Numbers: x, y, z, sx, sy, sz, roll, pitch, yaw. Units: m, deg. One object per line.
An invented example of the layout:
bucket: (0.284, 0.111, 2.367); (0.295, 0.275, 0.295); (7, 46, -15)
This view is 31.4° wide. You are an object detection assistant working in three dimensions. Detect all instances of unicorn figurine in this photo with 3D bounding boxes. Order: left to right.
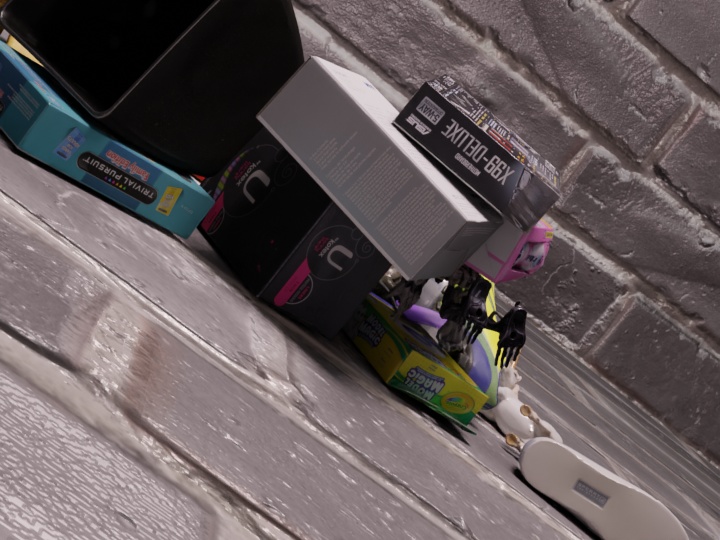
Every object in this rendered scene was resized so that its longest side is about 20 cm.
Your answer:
unicorn figurine: (0.175, 0.160, 1.463); (0.137, 0.074, 0.201); (31, 26, -53)

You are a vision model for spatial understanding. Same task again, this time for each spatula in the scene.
spatula: (0.016, 0.014, 1.354); (0.200, 0.021, 0.057); (33, 11, -21)

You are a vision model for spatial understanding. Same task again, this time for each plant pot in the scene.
plant pot: (-0.165, -0.205, 1.152); (0.199, 0.200, 0.177); (41, -4, 36)

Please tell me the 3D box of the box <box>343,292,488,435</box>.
box: (0.049, 0.088, 1.307); (0.117, 0.048, 0.200); (33, 10, -33)

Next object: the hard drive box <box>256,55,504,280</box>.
hard drive box: (0.022, -0.089, 1.152); (0.200, 0.077, 0.156); (48, 14, 12)

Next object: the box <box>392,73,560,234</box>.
box: (0.116, -0.115, 1.212); (0.158, 0.050, 0.200); (41, 14, -1)

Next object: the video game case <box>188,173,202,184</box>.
video game case: (-0.186, -0.104, 1.453); (0.200, 0.023, 0.182); (40, 6, 3)

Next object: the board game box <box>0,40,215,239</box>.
board game box: (-0.239, -0.116, 1.115); (0.200, 0.047, 0.151); (32, 8, -48)

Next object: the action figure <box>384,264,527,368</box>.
action figure: (0.083, 0.025, 1.298); (0.119, 0.102, 0.200); (27, 9, -30)

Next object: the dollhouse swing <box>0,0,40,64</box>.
dollhouse swing: (-0.301, -0.208, 1.361); (0.199, 0.177, 0.182); (25, -28, -23)

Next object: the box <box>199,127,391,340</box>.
box: (-0.067, -0.045, 1.242); (0.106, 0.122, 0.200); (34, 7, -39)

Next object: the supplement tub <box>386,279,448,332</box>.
supplement tub: (0.024, -0.015, 1.549); (0.200, 0.123, 0.123); (40, 6, 10)

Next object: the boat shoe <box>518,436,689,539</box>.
boat shoe: (0.246, 0.237, 1.306); (0.199, 0.072, 0.069); (30, 6, 4)

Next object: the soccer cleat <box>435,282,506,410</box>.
soccer cleat: (0.129, 0.071, 1.426); (0.084, 0.065, 0.201); (39, 38, -23)

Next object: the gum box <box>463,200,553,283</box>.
gum box: (0.093, -0.063, 1.274); (0.200, 0.066, 0.113); (35, 14, 17)

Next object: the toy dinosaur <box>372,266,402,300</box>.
toy dinosaur: (0.000, 0.000, 1.435); (0.199, 0.077, 0.103); (1, 47, -8)

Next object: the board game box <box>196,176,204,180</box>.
board game box: (-0.140, -0.112, 1.456); (0.200, 0.046, 0.152); (36, 7, -27)
